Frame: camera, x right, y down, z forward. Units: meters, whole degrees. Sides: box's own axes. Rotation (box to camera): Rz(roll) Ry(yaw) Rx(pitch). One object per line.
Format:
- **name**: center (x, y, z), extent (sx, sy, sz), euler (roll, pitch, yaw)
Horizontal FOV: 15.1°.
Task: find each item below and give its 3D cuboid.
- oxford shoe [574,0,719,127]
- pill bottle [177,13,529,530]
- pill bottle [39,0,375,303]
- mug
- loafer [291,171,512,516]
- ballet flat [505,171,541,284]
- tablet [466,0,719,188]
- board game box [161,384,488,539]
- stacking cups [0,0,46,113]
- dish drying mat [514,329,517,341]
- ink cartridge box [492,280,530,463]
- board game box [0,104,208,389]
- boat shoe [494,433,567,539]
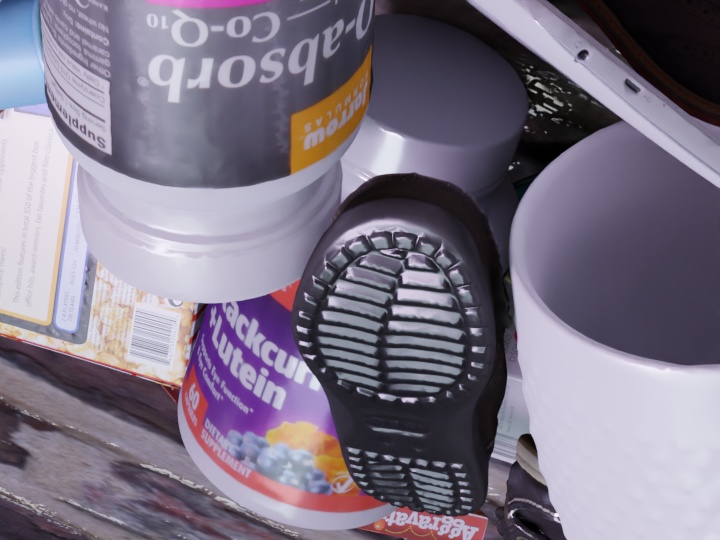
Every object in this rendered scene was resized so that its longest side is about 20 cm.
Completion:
- **oxford shoe**: center (0.115, -0.104, 0.902), extent (0.199, 0.071, 0.073), euler (27, 152, -15)
- **pill bottle**: center (0.000, 0.000, 1.103), extent (0.111, 0.112, 0.200), euler (20, 128, 1)
- **pill bottle**: center (-0.051, -0.094, 0.915), extent (0.116, 0.117, 0.201), euler (14, 133, 15)
- **mug**: center (0.120, 0.040, 0.989), extent (0.200, 0.147, 0.176), euler (41, 151, 44)
- **loafer**: center (0.019, 0.017, 0.990), extent (0.073, 0.072, 0.200), euler (11, 151, 7)
- **ballet flat**: center (0.145, -0.004, 1.111), extent (0.199, 0.069, 0.063), euler (6, 171, 35)
- **tablet**: center (0.057, -0.085, 0.931), extent (0.130, 0.014, 0.200), euler (35, -175, -33)
- **board game box**: center (-0.021, 0.082, 1.259), extent (0.103, 0.020, 0.200), euler (12, -171, -19)
- **stacking cups**: center (-0.135, -0.093, 1.089), extent (0.199, 0.061, 0.061), euler (-5, 149, 20)
- **dish drying mat**: center (0.167, 0.016, 1.136), extent (0.199, 0.077, 0.018), euler (4, 119, 35)
- **ink cartridge box**: center (0.032, 0.027, 1.269), extent (0.199, 0.067, 0.116), euler (18, 159, 6)
- **board game box**: center (-0.152, -0.048, 1.172), extent (0.199, 0.046, 0.152), euler (16, 117, 9)
- **boat shoe**: center (0.094, 0.107, 1.157), extent (0.073, 0.065, 0.200), euler (16, 177, 7)
